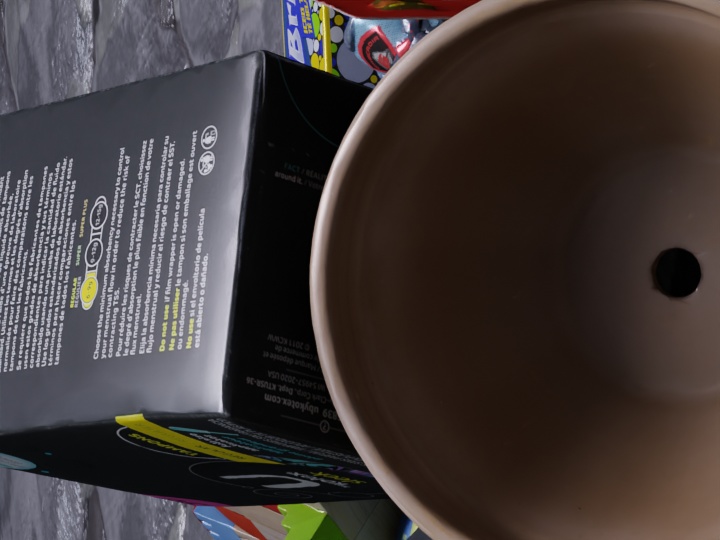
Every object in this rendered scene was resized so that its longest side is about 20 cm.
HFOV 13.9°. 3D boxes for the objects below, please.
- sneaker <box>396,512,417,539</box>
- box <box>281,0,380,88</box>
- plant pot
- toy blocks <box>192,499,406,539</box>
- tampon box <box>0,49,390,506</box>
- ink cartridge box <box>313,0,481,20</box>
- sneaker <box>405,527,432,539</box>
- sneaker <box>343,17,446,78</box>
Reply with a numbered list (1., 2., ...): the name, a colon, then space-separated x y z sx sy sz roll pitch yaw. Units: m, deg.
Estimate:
1. sneaker: 0.045 0.095 1.211 0.105 0.076 0.200 -115 29 -52
2. box: 0.003 -0.139 1.325 0.064 0.070 0.200 168 100 -71
3. plant pot: 0.093 0.004 0.964 0.093 0.200 0.201 -6 -84 -67
4. toy blocks: -0.042 0.078 1.291 0.137 0.100 0.200 19 156 37
5. tampon box: -0.050 0.013 1.080 0.200 0.150 0.127 -8 71 49
6. ink cartridge box: 0.042 -0.128 1.059 0.200 0.160 0.047 -141 50 -67
7. sneaker: 0.052 0.100 1.101 0.200 0.075 0.106 -17 51 36
8. sneaker: 0.040 -0.078 1.177 0.079 0.095 0.200 108 153 -48
